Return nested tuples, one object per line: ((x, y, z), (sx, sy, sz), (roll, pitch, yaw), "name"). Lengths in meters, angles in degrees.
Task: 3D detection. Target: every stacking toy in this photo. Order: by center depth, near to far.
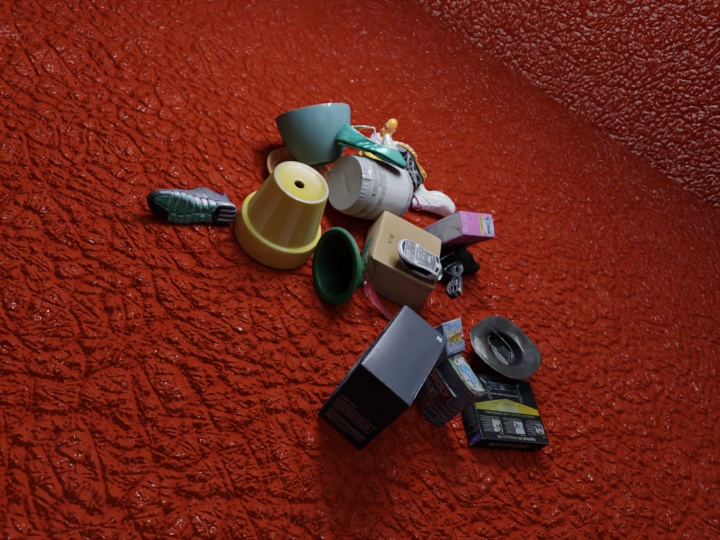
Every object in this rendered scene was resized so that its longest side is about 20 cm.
((0.053, -0.354, 1.524), (0.110, 0.201, 0.116), (43, 40, 17), "stacking toy")

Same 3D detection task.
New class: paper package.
((0.100, -0.028, 1.345), (0.190, 0.104, 0.201), (26, 44, -11), "paper package")

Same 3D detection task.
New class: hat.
((0.000, 0.000, 1.230), (0.175, 0.201, 0.165), (-2, 28, -42), "hat")
((0.348, 0.211, 1.312), (0.199, 0.081, 0.201), (15, 39, -12), "hat")

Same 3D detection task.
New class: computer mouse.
((0.163, -0.009, 1.265), (0.199, 0.044, 0.110), (29, 47, -17), "computer mouse")

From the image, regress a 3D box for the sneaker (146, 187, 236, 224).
((-0.381, -0.153, 1.174), (0.199, 0.075, 0.088), (8, 35, -40), "sneaker")

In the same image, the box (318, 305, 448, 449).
((0.045, 0.207, 1.028), (0.117, 0.200, 0.197), (39, 42, 4), "box")

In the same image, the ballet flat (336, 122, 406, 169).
((0.038, -0.322, 1.334), (0.199, 0.071, 0.067), (19, 10, -13), "ballet flat")

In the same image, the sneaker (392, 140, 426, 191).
((0.122, -0.294, 1.494), (0.200, 0.078, 0.078), (43, 74, -43), "sneaker")

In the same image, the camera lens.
((0.030, -0.217, 1.405), (0.199, 0.160, 0.161), (5, 50, -43), "camera lens")

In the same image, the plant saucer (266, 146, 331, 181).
((-0.162, -0.254, 1.420), (0.199, 0.038, 0.201), (18, 44, -19), "plant saucer")

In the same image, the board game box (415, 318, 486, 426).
((0.165, 0.203, 1.110), (0.061, 0.200, 0.201), (-11, 59, -40), "board game box")

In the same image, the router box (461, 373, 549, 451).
((0.326, 0.329, 1.215), (0.199, 0.052, 0.158), (13, 48, -24), "router box")

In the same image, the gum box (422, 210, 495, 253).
((0.255, -0.098, 1.447), (0.113, 0.200, 0.067), (2, 76, -32), "gum box")

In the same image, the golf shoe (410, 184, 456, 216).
((0.195, -0.208, 1.600), (0.199, 0.075, 0.092), (27, 53, -1), "golf shoe")

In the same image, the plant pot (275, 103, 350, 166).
((-0.116, -0.350, 1.394), (0.199, 0.199, 0.136), (-16, 100, -41), "plant pot")

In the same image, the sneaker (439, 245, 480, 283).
((0.270, -0.008, 1.465), (0.060, 0.104, 0.200), (46, 5, 26), "sneaker")

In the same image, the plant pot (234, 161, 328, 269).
((-0.168, -0.137, 1.200), (0.199, 0.189, 0.202), (17, 46, -19), "plant pot")
